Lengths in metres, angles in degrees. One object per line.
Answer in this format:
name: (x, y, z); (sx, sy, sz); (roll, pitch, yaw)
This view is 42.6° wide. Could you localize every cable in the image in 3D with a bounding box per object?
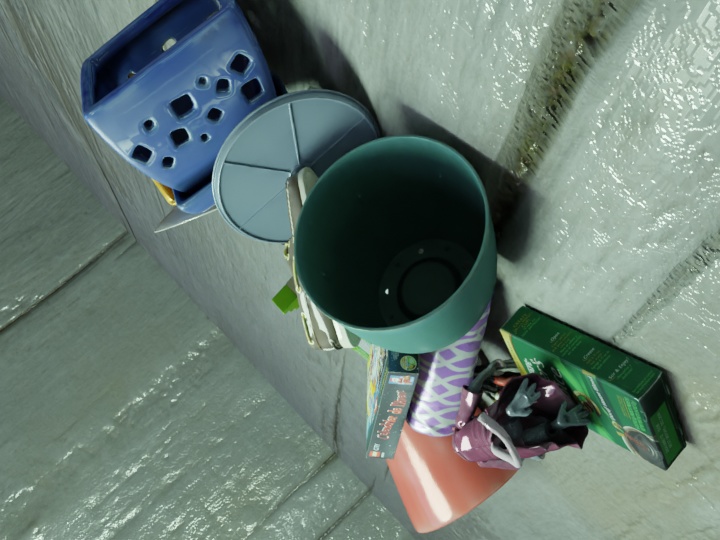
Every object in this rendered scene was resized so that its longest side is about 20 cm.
cable: (0.150, 0.142, 1.153); (0.196, 0.051, 0.098); (10, 139, 17)

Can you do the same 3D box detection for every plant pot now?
plant pot: (0.052, -0.009, 0.944); (0.200, 0.201, 0.161); (38, 175, 30)
plant pot: (0.121, 0.271, 1.419); (0.179, 0.199, 0.200); (56, 164, 4)
plant pot: (-0.184, -0.196, 1.046); (0.181, 0.198, 0.201); (51, -175, -33)

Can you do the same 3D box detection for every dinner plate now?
dinner plate: (-0.177, -0.096, 1.190); (0.025, 0.197, 0.200); (67, 160, -8)

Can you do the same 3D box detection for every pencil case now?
pencil case: (0.100, 0.100, 1.100); (0.086, 0.082, 0.204); (-104, 20, -58)

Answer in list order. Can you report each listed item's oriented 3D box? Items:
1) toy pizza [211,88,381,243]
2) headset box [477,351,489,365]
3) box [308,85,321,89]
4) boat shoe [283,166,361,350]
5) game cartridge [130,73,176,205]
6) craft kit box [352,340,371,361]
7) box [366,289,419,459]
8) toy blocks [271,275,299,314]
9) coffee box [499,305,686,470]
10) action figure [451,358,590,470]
toy pizza: (-0.070, -0.115, 1.015); (0.032, 0.197, 0.202); (61, 176, 42)
headset box: (0.069, 0.077, 1.266); (0.148, 0.077, 0.201); (10, 140, 56)
box: (-0.057, -0.130, 1.097); (0.040, 0.039, 0.202); (12, 144, -1)
boat shoe: (-0.052, -0.009, 1.008); (0.058, 0.072, 0.204); (-10, 104, 23)
game cartridge: (-0.247, -0.192, 1.224); (0.178, 0.032, 0.200); (56, -156, -8)
craft kit box: (0.024, 0.102, 1.522); (0.199, 0.048, 0.199); (35, 157, 39)
box: (0.037, 0.121, 1.128); (0.037, 0.139, 0.202); (4, 141, -5)
toy blocks: (0.000, 0.000, 1.130); (0.100, 0.200, 0.137); (41, 178, 30)
coffee box: (0.245, 0.123, 0.986); (0.199, 0.044, 0.124); (29, 155, 50)
action figure: (0.156, 0.188, 1.022); (0.135, 0.148, 0.199); (52, 143, -2)
